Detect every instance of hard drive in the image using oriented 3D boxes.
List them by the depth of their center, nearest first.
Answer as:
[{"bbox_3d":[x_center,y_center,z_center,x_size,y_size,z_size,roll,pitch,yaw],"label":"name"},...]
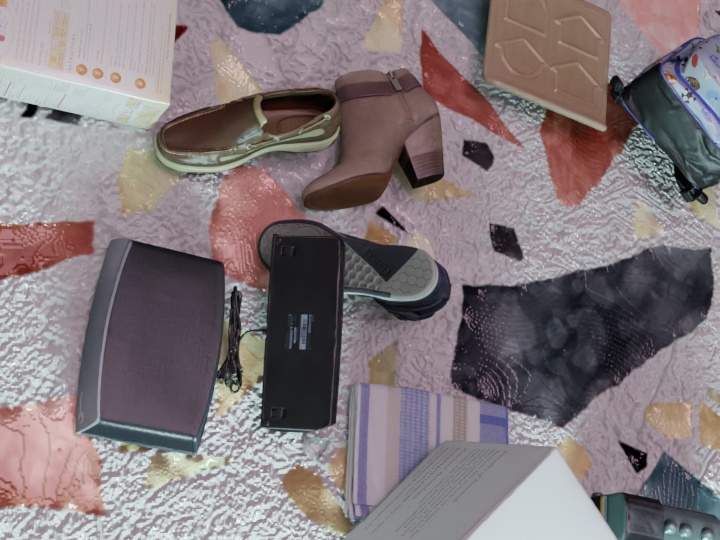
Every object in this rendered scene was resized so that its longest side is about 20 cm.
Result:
[{"bbox_3d":[-0.198,0.070,1.158,0.135,0.042,0.200,15,67,-21],"label":"hard drive"}]

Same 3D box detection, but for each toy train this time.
[{"bbox_3d":[0.326,0.297,1.323,0.200,0.114,0.085,17,66,-22],"label":"toy train"}]

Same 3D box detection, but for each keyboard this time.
[{"bbox_3d":[-0.081,0.062,1.201,0.127,0.021,0.200,2,80,7],"label":"keyboard"}]

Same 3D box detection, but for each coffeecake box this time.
[{"bbox_3d":[-0.293,-0.244,1.197,0.200,0.073,0.154,11,69,-25],"label":"coffeecake box"}]

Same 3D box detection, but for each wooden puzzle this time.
[{"bbox_3d":[0.235,-0.282,1.515,0.185,0.046,0.200,18,61,-23],"label":"wooden puzzle"}]

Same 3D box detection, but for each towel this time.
[{"bbox_3d":[0.074,0.203,1.273,0.200,0.024,0.147,11,69,-25],"label":"towel"}]

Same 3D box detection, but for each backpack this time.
[{"bbox_3d":[0.449,-0.219,1.543,0.200,0.154,0.190,54,36,-4],"label":"backpack"}]

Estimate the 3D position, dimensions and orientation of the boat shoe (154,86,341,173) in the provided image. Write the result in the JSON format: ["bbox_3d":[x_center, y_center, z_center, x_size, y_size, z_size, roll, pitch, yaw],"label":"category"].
[{"bbox_3d":[-0.116,-0.158,1.243,0.202,0.075,0.075,-14,69,-19],"label":"boat shoe"}]

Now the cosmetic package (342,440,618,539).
[{"bbox_3d":[0.122,0.281,1.148,0.166,0.200,0.168,-40,103,-26],"label":"cosmetic package"}]

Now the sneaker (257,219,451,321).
[{"bbox_3d":[0.000,0.002,1.275,0.202,0.146,0.077,14,86,19],"label":"sneaker"}]

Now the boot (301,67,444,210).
[{"bbox_3d":[0.003,-0.154,1.338,0.200,0.070,0.146,-13,72,-28],"label":"boot"}]
